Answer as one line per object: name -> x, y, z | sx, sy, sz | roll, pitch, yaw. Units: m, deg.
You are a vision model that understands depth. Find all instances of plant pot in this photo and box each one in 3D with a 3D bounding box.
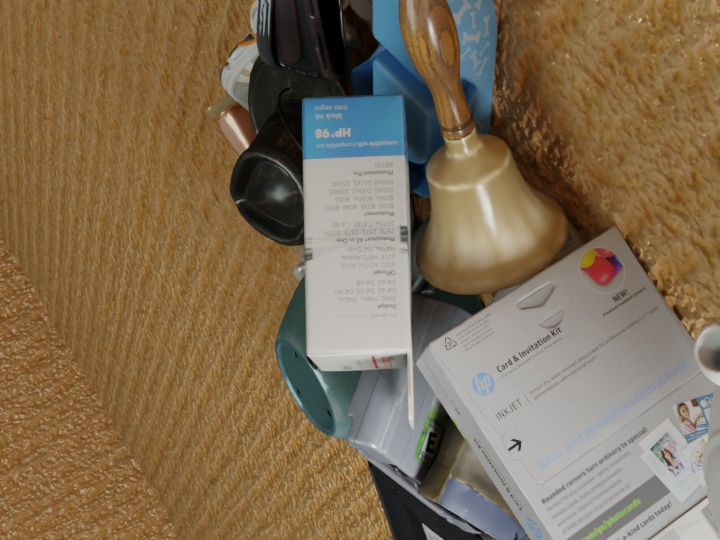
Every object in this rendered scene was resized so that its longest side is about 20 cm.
plant pot -> 0.007, 0.064, 1.178 | 0.200, 0.134, 0.201 | 49, 156, 30

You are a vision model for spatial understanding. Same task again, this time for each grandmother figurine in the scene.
grandmother figurine -> -0.073, -0.073, 1.305 | 0.202, 0.060, 0.121 | 59, -173, -3

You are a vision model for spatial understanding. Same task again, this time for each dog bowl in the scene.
dog bowl -> 0.044, -0.141, 0.946 | 0.112, 0.049, 0.201 | 47, 155, 31

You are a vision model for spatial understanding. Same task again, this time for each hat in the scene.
hat -> -0.050, -0.067, 1.062 | 0.200, 0.081, 0.202 | 42, 155, 25

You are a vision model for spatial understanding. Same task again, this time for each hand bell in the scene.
hand bell -> 0.056, -0.095, 0.859 | 0.104, 0.104, 0.202 | 34, 153, 49

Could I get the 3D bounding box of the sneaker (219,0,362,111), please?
sneaker -> -0.053, -0.158, 1.122 | 0.092, 0.075, 0.200 | 53, 160, 7

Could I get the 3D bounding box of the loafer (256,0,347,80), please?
loafer -> -0.028, -0.216, 0.929 | 0.062, 0.072, 0.202 | 27, 137, 20

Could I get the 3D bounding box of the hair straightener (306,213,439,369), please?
hair straightener -> 0.015, 0.013, 1.036 | 0.200, 0.076, 0.041 | -42, 67, 33

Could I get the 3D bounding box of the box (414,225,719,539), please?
box -> 0.150, 0.095, 0.853 | 0.201, 0.155, 0.041 | 56, 158, 10

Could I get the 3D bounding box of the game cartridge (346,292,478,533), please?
game cartridge -> 0.064, 0.102, 1.043 | 0.040, 0.135, 0.200 | 5, 157, 33

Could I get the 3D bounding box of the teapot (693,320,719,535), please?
teapot -> 0.234, 0.107, 0.667 | 0.201, 0.145, 0.198 | 50, 162, 14

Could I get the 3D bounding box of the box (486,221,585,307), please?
box -> 0.167, 0.080, 0.967 | 0.201, 0.036, 0.145 | 58, 160, 12

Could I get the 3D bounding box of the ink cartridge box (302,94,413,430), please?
ink cartridge box -> 0.000, 0.000, 0.900 | 0.116, 0.066, 0.203 | 72, -163, -81

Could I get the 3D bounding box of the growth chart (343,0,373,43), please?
growth chart -> -0.021, -0.263, 0.955 | 0.145, 0.018, 0.201 | 51, 150, 21

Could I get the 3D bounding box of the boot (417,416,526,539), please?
boot -> 0.112, 0.166, 1.044 | 0.074, 0.097, 0.200 | 17, 157, 49

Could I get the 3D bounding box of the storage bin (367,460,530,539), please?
storage bin -> 0.104, 0.219, 1.211 | 0.199, 0.093, 0.137 | 27, 142, 55
